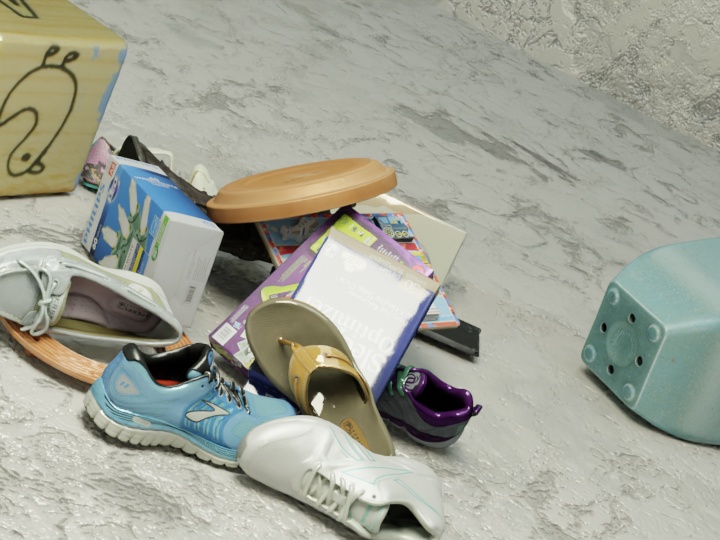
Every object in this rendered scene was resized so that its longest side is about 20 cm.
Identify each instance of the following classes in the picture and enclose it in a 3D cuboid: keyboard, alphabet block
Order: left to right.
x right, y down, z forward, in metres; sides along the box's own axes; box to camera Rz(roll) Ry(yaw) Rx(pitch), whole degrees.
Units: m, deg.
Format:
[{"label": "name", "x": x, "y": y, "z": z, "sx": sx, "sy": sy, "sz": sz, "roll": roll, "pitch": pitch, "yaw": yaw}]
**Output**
[{"label": "alphabet block", "x": -0.401, "y": -0.204, "z": 1.734, "sx": 0.196, "sy": 0.196, "sz": 0.200, "roll": 33, "pitch": 22, "yaw": 25}, {"label": "keyboard", "x": 0.049, "y": 0.040, "z": 1.916, "sx": 0.199, "sy": 0.021, "sz": 0.127, "roll": 25, "pitch": 21, "yaw": -4}]

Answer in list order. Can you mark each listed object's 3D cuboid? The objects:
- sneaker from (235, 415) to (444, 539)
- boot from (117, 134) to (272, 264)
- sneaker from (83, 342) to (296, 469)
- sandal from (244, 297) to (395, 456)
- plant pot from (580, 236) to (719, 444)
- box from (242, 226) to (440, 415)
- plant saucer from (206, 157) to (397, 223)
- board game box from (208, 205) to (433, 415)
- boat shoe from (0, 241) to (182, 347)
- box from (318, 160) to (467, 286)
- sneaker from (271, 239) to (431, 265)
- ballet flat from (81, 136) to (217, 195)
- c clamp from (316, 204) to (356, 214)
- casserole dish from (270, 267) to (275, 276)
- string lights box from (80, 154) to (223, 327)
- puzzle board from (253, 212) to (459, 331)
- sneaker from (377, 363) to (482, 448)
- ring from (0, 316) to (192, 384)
[{"label": "sneaker", "x": -0.011, "y": 0.185, "z": 1.414, "sx": 0.199, "sy": 0.071, "sz": 0.080, "roll": 20, "pitch": 23, "yaw": -17}, {"label": "boot", "x": -0.169, "y": -0.067, "z": 1.792, "sx": 0.174, "sy": 0.069, "sz": 0.200, "roll": 6, "pitch": 37, "yaw": -37}, {"label": "sneaker", "x": -0.134, "y": 0.111, "z": 1.417, "sx": 0.199, "sy": 0.090, "sz": 0.078, "roll": 14, "pitch": 23, "yaw": -35}, {"label": "sandal", "x": -0.032, "y": 0.108, "z": 1.479, "sx": 0.201, "sy": 0.080, "sz": 0.054, "roll": 59, "pitch": -5, "yaw": 9}, {"label": "plant pot", "x": 0.385, "y": 0.085, "z": 1.971, "sx": 0.199, "sy": 0.197, "sz": 0.196, "roll": 1, "pitch": 30, "yaw": -33}, {"label": "box", "x": -0.022, "y": 0.070, "z": 1.544, "sx": 0.121, "sy": 0.201, "sz": 0.032, "roll": 27, "pitch": -21, "yaw": 5}, {"label": "plant saucer", "x": -0.062, "y": -0.086, "z": 1.690, "sx": 0.199, "sy": 0.032, "sz": 0.200, "roll": -11, "pitch": 11, "yaw": 2}, {"label": "board game box", "x": -0.037, "y": 0.037, "z": 1.594, "sx": 0.120, "sy": 0.200, "sz": 0.032, "roll": 37, "pitch": -22, "yaw": 23}, {"label": "boat shoe", "x": -0.251, "y": 0.028, "z": 1.460, "sx": 0.201, "sy": 0.075, "sz": 0.065, "roll": 18, "pitch": 16, "yaw": -39}, {"label": "box", "x": 0.023, "y": -0.050, "z": 1.984, "sx": 0.199, "sy": 0.078, "sz": 0.095, "roll": 26, "pitch": -5, "yaw": 0}, {"label": "sneaker", "x": -0.001, "y": 0.013, "z": 1.752, "sx": 0.199, "sy": 0.076, "sz": 0.092, "roll": 1, "pitch": 52, "yaw": -36}, {"label": "ballet flat", "x": -0.218, "y": -0.097, "z": 1.859, "sx": 0.199, "sy": 0.071, "sz": 0.069, "roll": 23, "pitch": 13, "yaw": -9}, {"label": "c clamp", "x": -0.033, "y": -0.044, "z": 1.859, "sx": 0.170, "sy": 0.027, "sz": 0.200, "roll": 14, "pitch": -15, "yaw": 34}, {"label": "casserole dish", "x": -0.045, "y": 0.055, "z": 1.739, "sx": 0.121, "sy": 0.039, "sz": 0.200, "roll": 21, "pitch": 21, "yaw": -14}, {"label": "string lights box", "x": -0.210, "y": -0.032, "z": 1.628, "sx": 0.059, "sy": 0.103, "sz": 0.200, "roll": 13, "pitch": 15, "yaw": -31}, {"label": "puzzle board", "x": 0.000, "y": 0.000, "z": 1.692, "sx": 0.199, "sy": 0.017, "sz": 0.151, "roll": -3, "pitch": 54, "yaw": -39}, {"label": "sneaker", "x": 0.022, "y": 0.103, "z": 1.601, "sx": 0.199, "sy": 0.088, "sz": 0.075, "roll": 23, "pitch": 61, "yaw": -8}, {"label": "ring", "x": -0.243, "y": 0.061, "z": 1.517, "sx": 0.200, "sy": 0.019, "sz": 0.201, "roll": 23, "pitch": 19, "yaw": -8}]
